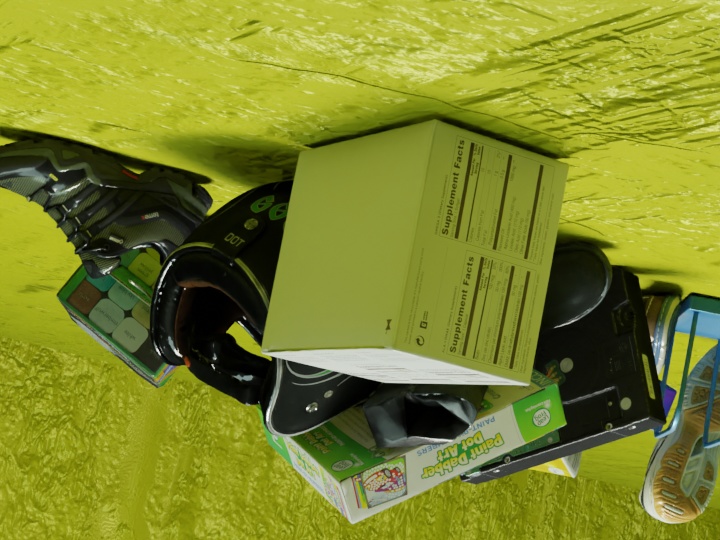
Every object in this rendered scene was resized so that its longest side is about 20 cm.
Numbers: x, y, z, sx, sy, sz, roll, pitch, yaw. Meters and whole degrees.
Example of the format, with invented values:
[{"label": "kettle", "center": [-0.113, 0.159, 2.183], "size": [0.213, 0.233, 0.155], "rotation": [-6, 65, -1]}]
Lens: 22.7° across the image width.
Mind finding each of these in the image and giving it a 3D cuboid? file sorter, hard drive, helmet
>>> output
[{"label": "file sorter", "center": [0.379, 0.109, 1.640], "size": [0.200, 0.123, 0.139], "rotation": [11, 171, 2]}, {"label": "hard drive", "center": [0.163, 0.095, 1.568], "size": [0.200, 0.140, 0.038], "rotation": [-23, 153, 31]}, {"label": "helmet", "center": [-0.051, 0.026, 1.436], "size": [0.200, 0.200, 0.191], "rotation": [3, -162, 43]}]

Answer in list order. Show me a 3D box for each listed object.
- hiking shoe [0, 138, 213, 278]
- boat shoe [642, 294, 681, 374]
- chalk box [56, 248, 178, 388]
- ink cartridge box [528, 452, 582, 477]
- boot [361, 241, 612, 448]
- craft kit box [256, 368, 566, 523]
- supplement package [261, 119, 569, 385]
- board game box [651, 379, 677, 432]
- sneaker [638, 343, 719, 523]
[{"label": "hiking shoe", "center": [-0.227, -0.047, 1.501], "size": [0.200, 0.101, 0.076], "rotation": [13, 170, -9]}, {"label": "boat shoe", "center": [0.246, 0.058, 1.653], "size": [0.072, 0.072, 0.200], "rotation": [18, 168, 4]}, {"label": "chalk box", "center": [-0.204, 0.023, 1.724], "size": [0.125, 0.124, 0.200], "rotation": [39, 170, 1]}, {"label": "ink cartridge box", "center": [0.102, 0.146, 1.734], "size": [0.200, 0.047, 0.198], "rotation": [6, 165, 17]}, {"label": "boot", "center": [0.104, 0.059, 1.415], "size": [0.165, 0.066, 0.200], "rotation": [-26, -171, 30]}, {"label": "craft kit box", "center": [0.037, 0.119, 1.487], "size": [0.197, 0.049, 0.200], "rotation": [-20, -160, -16]}, {"label": "supplement package", "center": [0.033, -0.007, 1.249], "size": [0.111, 0.156, 0.200], "rotation": [15, 170, -27]}, {"label": "board game box", "center": [0.203, 0.091, 1.787], "size": [0.134, 0.045, 0.200], "rotation": [16, -170, -27]}, {"label": "sneaker", "center": [0.325, 0.152, 1.746], "size": [0.076, 0.200, 0.088], "rotation": [33, 167, -3]}]
